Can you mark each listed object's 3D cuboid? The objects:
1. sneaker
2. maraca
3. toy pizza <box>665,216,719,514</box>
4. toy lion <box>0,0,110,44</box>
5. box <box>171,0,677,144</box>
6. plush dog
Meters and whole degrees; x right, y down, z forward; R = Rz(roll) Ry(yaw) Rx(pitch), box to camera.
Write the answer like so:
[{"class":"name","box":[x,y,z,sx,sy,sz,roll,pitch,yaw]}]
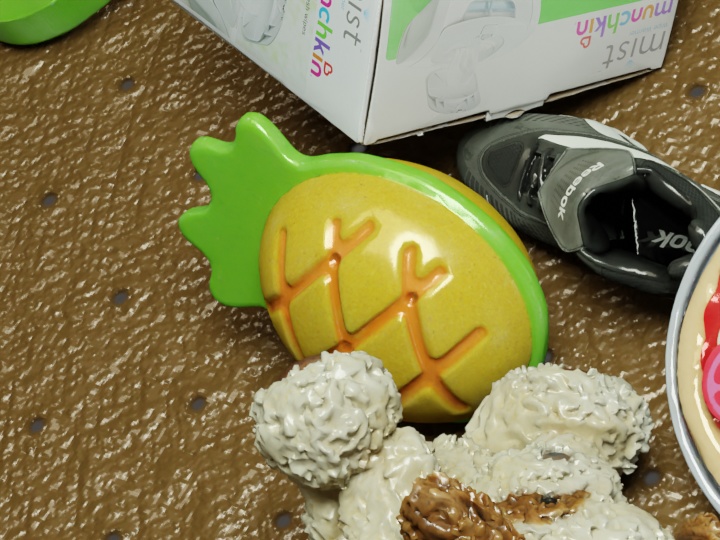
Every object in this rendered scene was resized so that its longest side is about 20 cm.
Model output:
[{"class":"sneaker","box":[0.113,-0.035,1.249,0.200,0.090,0.067,29,95,37]},{"class":"maraca","box":[0.000,0.000,1.251,0.199,0.138,0.107,27,38,17]},{"class":"toy pizza","box":[0.228,0.039,1.130,0.199,0.032,0.201,-3,81,18]},{"class":"toy lion","box":[-0.217,-0.201,1.565,0.192,0.069,0.200,-41,49,2]},{"class":"box","box":[0.032,-0.157,1.326,0.199,0.097,0.176,-15,38,-34]},{"class":"plush dog","box":[0.061,0.122,1.115,0.172,0.199,0.161,11,95,59]}]
